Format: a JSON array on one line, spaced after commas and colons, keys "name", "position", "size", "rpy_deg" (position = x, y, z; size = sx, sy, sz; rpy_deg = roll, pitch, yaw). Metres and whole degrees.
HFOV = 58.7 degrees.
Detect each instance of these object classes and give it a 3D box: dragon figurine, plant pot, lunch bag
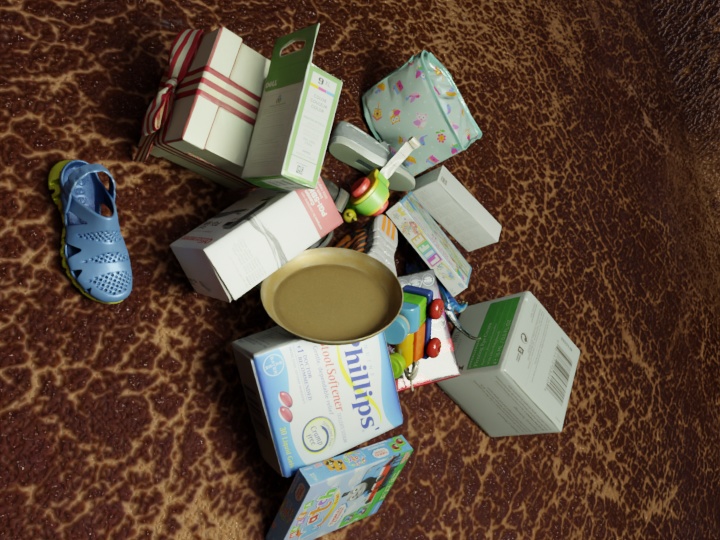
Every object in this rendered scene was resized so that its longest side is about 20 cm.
[{"name": "dragon figurine", "position": [0.149, 0.054, 1.217], "size": [0.099, 0.059, 0.200], "rpy_deg": [21, 39, -46]}, {"name": "plant pot", "position": [-0.040, 0.038, 0.903], "size": [0.200, 0.200, 0.028], "rpy_deg": [-42, 147, -42]}, {"name": "lunch bag", "position": [0.112, -0.304, 1.254], "size": [0.200, 0.170, 0.122], "rpy_deg": [59, 41, -8]}]

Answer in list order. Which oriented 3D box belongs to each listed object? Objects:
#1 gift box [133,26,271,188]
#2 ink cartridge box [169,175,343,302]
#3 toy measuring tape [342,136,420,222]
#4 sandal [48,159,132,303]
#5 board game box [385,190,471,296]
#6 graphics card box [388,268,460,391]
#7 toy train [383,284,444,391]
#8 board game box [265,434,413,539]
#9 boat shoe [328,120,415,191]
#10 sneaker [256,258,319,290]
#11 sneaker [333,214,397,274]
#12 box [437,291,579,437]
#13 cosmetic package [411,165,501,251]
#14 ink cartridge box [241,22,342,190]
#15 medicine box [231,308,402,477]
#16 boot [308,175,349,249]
[{"name": "gift box", "position": [-0.214, -0.219, 0.928], "size": [0.187, 0.200, 0.185], "rpy_deg": [24, 74, -39]}, {"name": "ink cartridge box", "position": [-0.149, -0.052, 0.908], "size": [0.200, 0.147, 0.083], "rpy_deg": [-38, 114, -26]}, {"name": "toy measuring tape", "position": [0.043, -0.160, 1.156], "size": [0.200, 0.074, 0.074], "rpy_deg": [-46, 113, 0]}, {"name": "sandal", "position": [-0.340, -0.055, 0.818], "size": [0.079, 0.087, 0.200], "rpy_deg": [-20, 92, -46]}, {"name": "board game box", "position": [0.135, -0.055, 1.223], "size": [0.200, 0.034, 0.134], "rpy_deg": [51, 20, -3]}, {"name": "graphics card box", "position": [0.093, 0.107, 1.150], "size": [0.125, 0.051, 0.201], "rpy_deg": [-11, 83, -13]}, {"name": "toy train", "position": [0.069, 0.134, 1.005], "size": [0.116, 0.084, 0.200], "rpy_deg": [-38, 134, -55]}, {"name": "board game box", "position": [-0.029, 0.326, 0.942], "size": [0.200, 0.152, 0.037], "rpy_deg": [-4, 38, -42]}, {"name": "boat shoe", "position": [0.030, -0.220, 1.220], "size": [0.201, 0.070, 0.072], "rpy_deg": [26, 64, -31]}, {"name": "sneaker", "position": [-0.078, 0.030, 1.000], "size": [0.200, 0.082, 0.074], "rpy_deg": [30, 53, -10]}, {"name": "sneaker", "position": [0.000, 0.000, 1.086], "size": [0.078, 0.112, 0.200], "rpy_deg": [45, 38, -25]}, {"name": "box", "position": [0.290, 0.186, 1.253], "size": [0.200, 0.171, 0.199], "rpy_deg": [45, 51, -21]}, {"name": "cosmetic package", "position": [0.200, -0.126, 1.338], "size": [0.200, 0.082, 0.051], "rpy_deg": [41, 50, -26]}, {"name": "ink cartridge box", "position": [-0.085, -0.209, 0.844], "size": [0.059, 0.104, 0.201], "rpy_deg": [17, 84, -39]}, {"name": "medicine box", "position": [-0.060, 0.164, 0.928], "size": [0.200, 0.103, 0.183], "rpy_deg": [-19, 103, -25]}, {"name": "boot", "position": [-0.118, -0.120, 1.066], "size": [0.174, 0.069, 0.200], "rpy_deg": [38, 50, -20]}]
